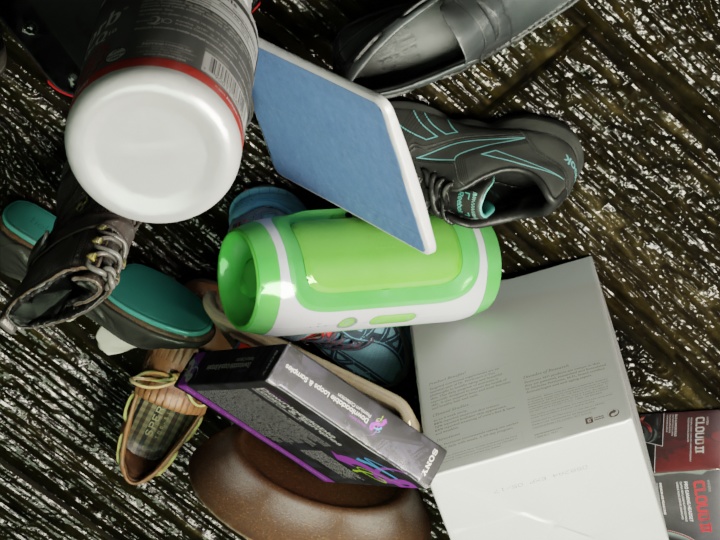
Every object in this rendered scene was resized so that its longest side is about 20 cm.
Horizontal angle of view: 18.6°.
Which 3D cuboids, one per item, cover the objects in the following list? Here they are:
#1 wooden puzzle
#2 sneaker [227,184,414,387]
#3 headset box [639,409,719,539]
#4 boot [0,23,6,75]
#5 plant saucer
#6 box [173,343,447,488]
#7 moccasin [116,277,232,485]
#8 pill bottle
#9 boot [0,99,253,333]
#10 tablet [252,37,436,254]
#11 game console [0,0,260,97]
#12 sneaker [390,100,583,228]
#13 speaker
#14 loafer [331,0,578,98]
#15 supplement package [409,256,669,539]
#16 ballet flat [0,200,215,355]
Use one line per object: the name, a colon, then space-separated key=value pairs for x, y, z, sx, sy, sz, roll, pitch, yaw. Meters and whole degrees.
wooden puzzle: x=-0.025 y=0.103 z=1.669 sx=0.199 sy=0.037 sz=0.185 roll=30 pitch=166 yaw=22
sneaker: x=-0.038 y=0.033 z=1.679 sx=0.079 sy=0.096 sz=0.200 roll=-31 pitch=117 yaw=30
headset box: x=0.221 y=0.194 z=1.773 sx=0.198 sy=0.075 sz=0.150 roll=-4 pitch=126 yaw=13
boot: x=-0.317 y=-0.225 z=1.516 sx=0.198 sy=0.070 sz=0.175 roll=19 pitch=140 yaw=5
plant saucer: x=-0.035 y=0.163 z=1.721 sx=0.199 sy=0.201 sz=0.037 roll=16 pitch=111 yaw=-3
box: x=-0.039 y=0.105 z=1.575 sx=0.142 sy=0.036 sz=0.200 roll=35 pitch=165 yaw=-18
moccasin: x=-0.149 y=0.090 z=1.752 sx=0.073 sy=0.078 sz=0.202 roll=27 pitch=125 yaw=-11
pill bottle: x=-0.127 y=-0.132 z=1.471 sx=0.115 sy=0.201 sz=0.117 roll=2 pitch=126 yaw=2
boot: x=-0.166 y=-0.043 z=1.581 sx=0.199 sy=0.175 sz=0.069 roll=-32 pitch=117 yaw=30
tablet: x=-0.021 y=-0.094 z=1.543 sx=0.014 sy=0.200 sz=0.131 roll=-34 pitch=126 yaw=-22
game console: x=-0.191 y=-0.226 z=1.551 sx=0.176 sy=0.031 sz=0.200 roll=-26 pitch=120 yaw=20
sneaker: x=0.060 y=-0.074 z=1.591 sx=0.198 sy=0.080 sz=0.076 roll=0 pitch=128 yaw=12
speaker: x=0.000 y=0.000 z=1.601 sx=0.198 sy=0.089 sz=0.089 roll=-4 pitch=135 yaw=-27
loafer: x=0.074 y=-0.169 z=1.508 sx=0.199 sy=0.071 sz=0.068 roll=-23 pitch=120 yaw=11
supplement package: x=0.132 y=0.122 z=1.638 sx=0.150 sy=0.201 sz=0.151 roll=-16 pitch=125 yaw=7
ballet flat: x=-0.199 y=0.018 z=1.695 sx=0.199 sy=0.068 sz=0.069 roll=32 pitch=128 yaw=14
